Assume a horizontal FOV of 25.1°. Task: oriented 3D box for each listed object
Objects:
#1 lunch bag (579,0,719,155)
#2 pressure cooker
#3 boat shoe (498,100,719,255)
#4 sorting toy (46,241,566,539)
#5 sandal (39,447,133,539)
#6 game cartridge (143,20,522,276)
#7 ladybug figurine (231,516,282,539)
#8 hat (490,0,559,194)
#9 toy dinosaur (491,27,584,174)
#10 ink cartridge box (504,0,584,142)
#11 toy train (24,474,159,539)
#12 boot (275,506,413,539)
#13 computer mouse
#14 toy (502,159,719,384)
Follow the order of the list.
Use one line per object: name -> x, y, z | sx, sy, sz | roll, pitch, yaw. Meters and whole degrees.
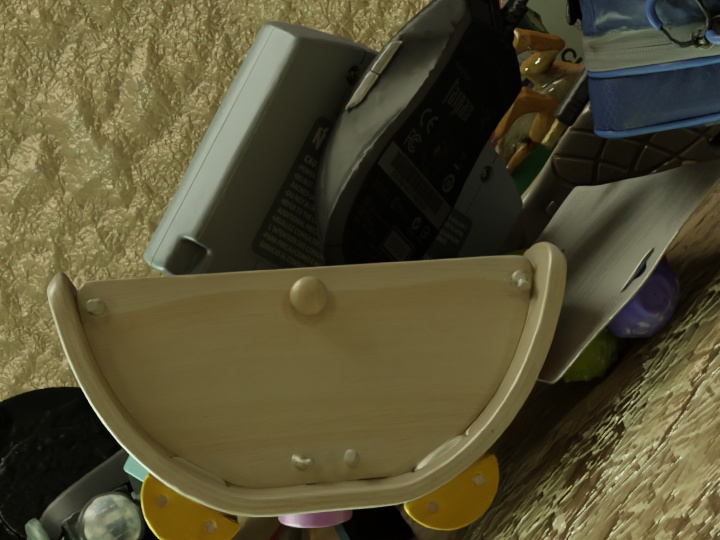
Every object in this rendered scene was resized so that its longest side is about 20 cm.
lunch bag -> 0.159, -0.122, 0.655 | 0.134, 0.134, 0.200 | -9, 15, 24
pressure cooker -> -0.184, 0.194, 1.016 | 0.177, 0.177, 0.201 | -62, -14, -45
boat shoe -> 0.134, -0.053, 0.864 | 0.200, 0.076, 0.072 | -43, 2, 29
sorting toy -> -0.025, 0.053, 0.689 | 0.197, 0.108, 0.180 | -4, -4, -7
sandal -> -0.092, 0.105, 0.908 | 0.200, 0.043, 0.076 | -43, -34, -20
game cartridge -> -0.003, -0.029, 0.750 | 0.199, 0.041, 0.134 | 30, -97, -50
ladybug figurine -> -0.028, 0.121, 0.941 | 0.136, 0.072, 0.200 | -49, 3, 1
hat -> 0.065, -0.072, 1.030 | 0.200, 0.176, 0.166 | -47, 5, 3
toy dinosaur -> 0.116, -0.101, 0.891 | 0.199, 0.061, 0.106 | -34, -29, 33
ink cartridge box -> 0.120, -0.122, 1.168 | 0.200, 0.146, 0.083 | -48, 5, 4
toy train -> -0.111, 0.173, 0.801 | 0.085, 0.114, 0.200 | -29, -17, -21
boot -> -0.030, 0.140, 0.755 | 0.097, 0.075, 0.200 | -45, 6, 4
computer mouse -> 0.047, -0.075, 0.719 | 0.201, 0.046, 0.140 | -61, -34, -3
toy -> 0.104, 0.011, 0.721 | 0.115, 0.047, 0.200 | -51, 11, -7
